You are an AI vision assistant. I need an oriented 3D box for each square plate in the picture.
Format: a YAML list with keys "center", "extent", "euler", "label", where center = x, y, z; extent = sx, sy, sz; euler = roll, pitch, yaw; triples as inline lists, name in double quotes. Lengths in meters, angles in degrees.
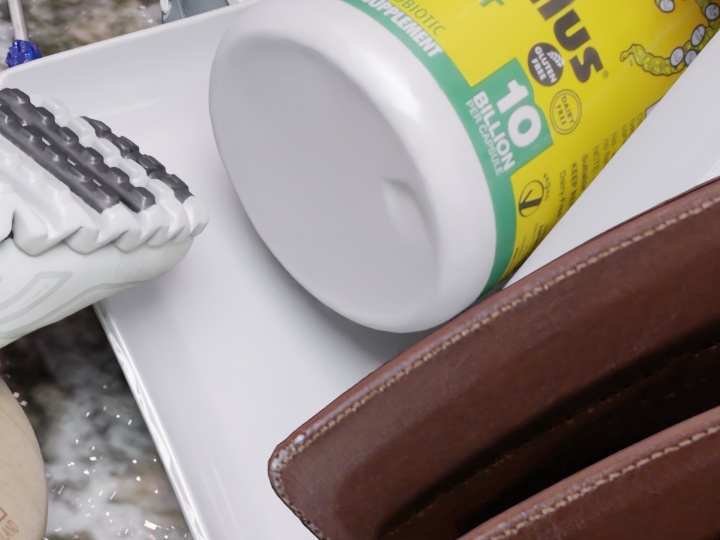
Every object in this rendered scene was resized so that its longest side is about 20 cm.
- center: [0.000, 0.000, 0.780]
  extent: [0.199, 0.028, 0.199]
  euler: [-20, 78, -30]
  label: "square plate"

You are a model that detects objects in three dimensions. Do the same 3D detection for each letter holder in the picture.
- center: [0.078, 0.073, 0.543]
  extent: [0.142, 0.199, 0.101]
  euler: [49, 30, -21]
  label: "letter holder"

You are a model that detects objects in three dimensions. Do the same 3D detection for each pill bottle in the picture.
- center: [0.057, -0.076, 0.756]
  extent: [0.113, 0.113, 0.200]
  euler: [40, 55, 23]
  label: "pill bottle"

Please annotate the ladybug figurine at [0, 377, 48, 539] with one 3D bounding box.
- center: [-0.180, 0.057, 0.690]
  extent: [0.199, 0.072, 0.136]
  euler: [29, 46, 15]
  label: "ladybug figurine"

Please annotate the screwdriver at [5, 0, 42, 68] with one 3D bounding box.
- center: [-0.131, -0.094, 0.877]
  extent: [0.029, 0.028, 0.201]
  euler: [17, 40, -40]
  label: "screwdriver"

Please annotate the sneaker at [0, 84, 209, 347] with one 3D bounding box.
- center: [-0.125, -0.002, 0.663]
  extent: [0.075, 0.081, 0.199]
  euler: [38, 28, 28]
  label: "sneaker"

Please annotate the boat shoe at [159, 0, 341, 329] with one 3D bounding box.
- center: [-0.031, -0.061, 0.847]
  extent: [0.072, 0.062, 0.201]
  euler: [-3, 67, -31]
  label: "boat shoe"

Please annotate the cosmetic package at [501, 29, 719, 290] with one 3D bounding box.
- center: [0.081, 0.028, 0.658]
  extent: [0.081, 0.200, 0.113]
  euler: [36, 29, -8]
  label: "cosmetic package"
